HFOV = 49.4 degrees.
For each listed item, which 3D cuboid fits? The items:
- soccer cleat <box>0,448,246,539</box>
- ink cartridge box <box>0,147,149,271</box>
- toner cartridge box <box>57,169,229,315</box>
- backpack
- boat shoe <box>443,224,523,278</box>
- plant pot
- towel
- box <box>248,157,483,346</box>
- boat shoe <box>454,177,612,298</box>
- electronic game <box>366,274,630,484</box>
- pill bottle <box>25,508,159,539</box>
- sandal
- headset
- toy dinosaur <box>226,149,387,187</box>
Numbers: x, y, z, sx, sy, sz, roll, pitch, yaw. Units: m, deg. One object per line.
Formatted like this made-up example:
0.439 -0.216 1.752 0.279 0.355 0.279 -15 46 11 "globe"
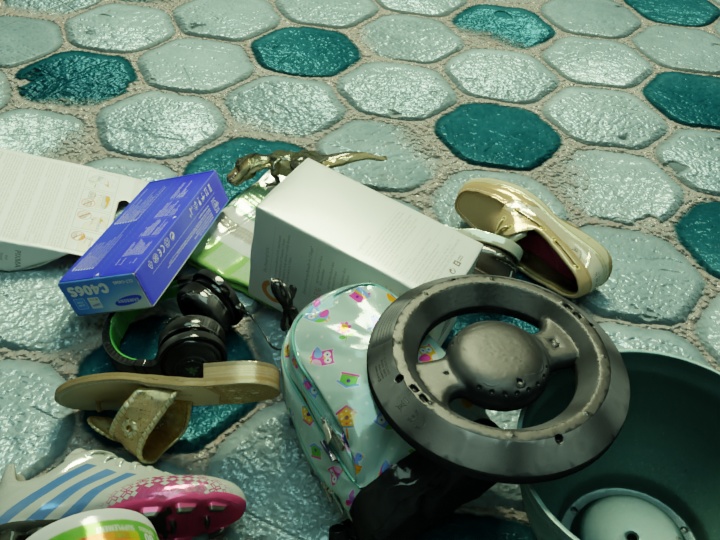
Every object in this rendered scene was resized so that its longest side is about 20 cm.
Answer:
-0.193 0.174 0.624 0.199 0.070 0.087 -5 46 -9 "soccer cleat"
-0.354 -0.062 0.897 0.199 0.050 0.163 13 40 -17 "ink cartridge box"
-0.221 -0.034 0.827 0.094 0.043 0.200 -8 33 23 "toner cartridge box"
0.017 0.112 0.660 0.166 0.127 0.200 -20 55 -28 "backpack"
0.071 -0.020 0.850 0.200 0.072 0.061 14 75 22 "boat shoe"
0.216 0.179 0.599 0.199 0.135 0.201 -3 40 2 "plant pot"
-0.093 -0.050 0.898 0.149 0.031 0.200 25 47 21 "towel"
0.000 0.000 0.769 0.199 0.125 0.098 28 48 13 "box"
0.180 -0.037 0.874 0.200 0.074 0.069 33 45 26 "boat shoe"
0.103 0.073 0.597 0.199 0.042 0.201 3 42 -2 "electronic game"
-0.157 0.266 0.500 0.111 0.111 0.200 -18 48 -22 "pill bottle"
-0.170 0.126 0.661 0.210 0.078 0.070 -9 62 12 "sandal"
-0.154 0.044 0.748 0.199 0.094 0.124 0 43 12 "headset"
-0.055 -0.114 0.920 0.199 0.048 0.088 -4 40 -13 "toy dinosaur"
